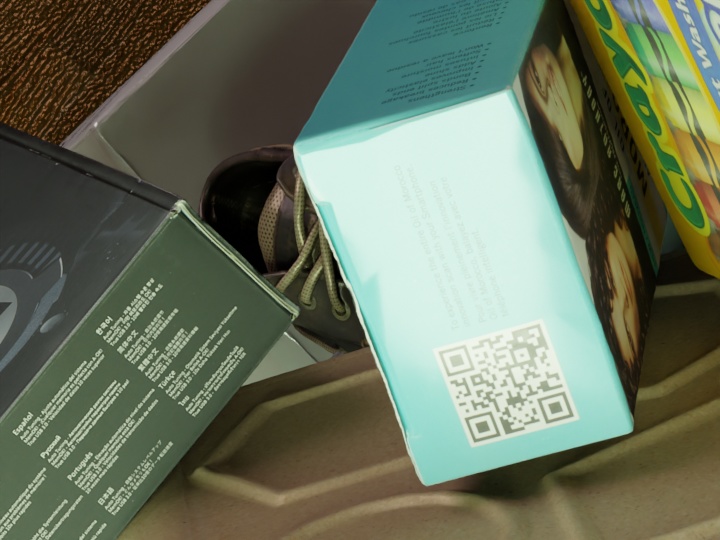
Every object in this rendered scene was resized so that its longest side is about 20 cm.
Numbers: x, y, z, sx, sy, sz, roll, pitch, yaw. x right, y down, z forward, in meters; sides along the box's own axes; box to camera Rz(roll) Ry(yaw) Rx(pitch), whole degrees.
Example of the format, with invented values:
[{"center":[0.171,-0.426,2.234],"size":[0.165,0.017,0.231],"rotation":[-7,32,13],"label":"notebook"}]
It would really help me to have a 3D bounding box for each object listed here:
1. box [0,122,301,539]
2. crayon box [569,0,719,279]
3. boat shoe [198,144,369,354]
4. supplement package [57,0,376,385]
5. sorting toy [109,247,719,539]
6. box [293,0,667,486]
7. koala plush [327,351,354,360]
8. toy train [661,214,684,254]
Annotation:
[{"center":[-0.121,0.059,0.641],"size":[0.200,0.044,0.160],"rotation":[-50,26,-8],"label":"box"},{"center":[0.091,-0.049,0.516],"size":[0.052,0.126,0.200],"rotation":[-30,18,-7],"label":"crayon box"},{"center":[0.000,0.000,0.803],"size":[0.200,0.073,0.075],"rotation":[14,92,66],"label":"boat shoe"},{"center":[-0.024,-0.017,1.057],"size":[0.147,0.191,0.200],"rotation":[-46,8,-21],"label":"supplement package"},{"center":[0.036,0.049,0.565],"size":[0.200,0.036,0.185],"rotation":[-22,18,0],"label":"sorting toy"},{"center":[0.038,-0.033,0.605],"size":[0.049,0.082,0.200],"rotation":[-15,19,16],"label":"box"},{"center":[-0.050,0.132,0.675],"size":[0.177,0.200,0.184],"rotation":[-101,19,-48],"label":"koala plush"},{"center":[0.086,-0.016,0.837],"size":[0.114,0.085,0.200],"rotation":[0,82,51],"label":"toy train"}]
